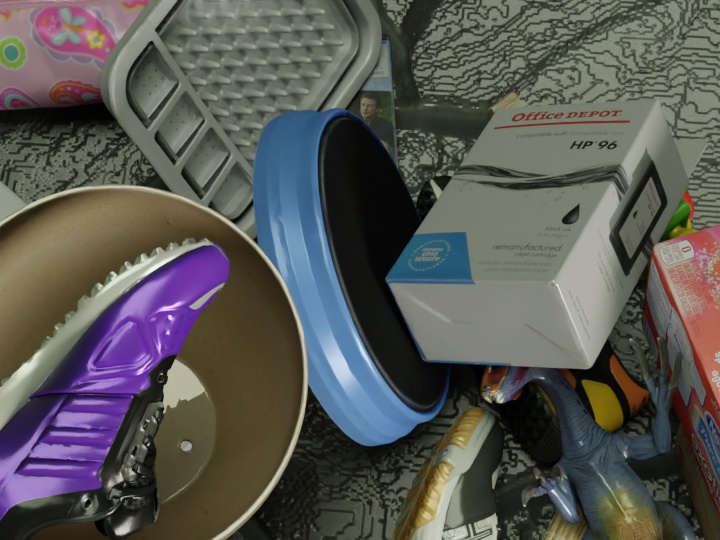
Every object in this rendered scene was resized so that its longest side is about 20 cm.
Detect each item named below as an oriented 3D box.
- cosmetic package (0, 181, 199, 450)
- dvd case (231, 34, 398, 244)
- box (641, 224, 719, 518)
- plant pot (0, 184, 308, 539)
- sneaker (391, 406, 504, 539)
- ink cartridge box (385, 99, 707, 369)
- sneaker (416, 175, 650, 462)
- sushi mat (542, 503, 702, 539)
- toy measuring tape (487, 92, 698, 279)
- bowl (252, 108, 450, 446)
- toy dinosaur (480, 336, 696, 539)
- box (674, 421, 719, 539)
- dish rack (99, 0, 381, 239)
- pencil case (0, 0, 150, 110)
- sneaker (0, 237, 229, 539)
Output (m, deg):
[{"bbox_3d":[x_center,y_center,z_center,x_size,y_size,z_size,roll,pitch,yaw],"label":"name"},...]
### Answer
[{"bbox_3d":[-0.180,0.037,1.132,0.199,0.102,0.074,37,73,21],"label":"cosmetic package"},{"bbox_3d":[-0.045,-0.065,1.220,0.141,0.018,0.202,-4,64,2],"label":"dvd case"},{"bbox_3d":[0.232,0.078,1.000,0.095,0.100,0.201,-16,62,-4],"label":"box"},{"bbox_3d":[-0.128,0.071,0.985,0.198,0.135,0.202,1,73,-2],"label":"plant pot"},{"bbox_3d":[0.059,0.182,1.073,0.087,0.076,0.201,21,69,-4],"label":"sneaker"},{"bbox_3d":[0.113,-0.037,1.071,0.115,0.068,0.200,0,42,36],"label":"ink cartridge box"},{"bbox_3d":[0.106,0.021,1.149,0.089,0.070,0.201,-17,63,-22],"label":"sneaker"},{"bbox_3d":[0.126,0.211,1.044,0.095,0.012,0.201,36,60,-10],"label":"sushi mat"},{"bbox_3d":[0.155,-0.048,1.188,0.073,0.074,0.200,-36,45,-14],"label":"toy measuring tape"},{"bbox_3d":[0.000,0.000,1.069,0.039,0.201,0.202,-18,62,19],"label":"bowl"},{"bbox_3d":[0.128,0.133,1.037,0.104,0.201,0.182,-16,44,-17],"label":"toy dinosaur"},{"bbox_3d":[0.256,0.169,1.053,0.094,0.078,0.201,-13,64,-3],"label":"box"},{"bbox_3d":[-0.079,-0.134,1.167,0.043,0.172,0.201,16,62,42],"label":"dish rack"},{"bbox_3d":[-0.186,-0.154,1.224,0.198,0.088,0.088,-2,63,9],"label":"pencil case"},{"bbox_3d":[-0.123,0.076,0.884,0.200,0.070,0.100,-43,87,-10],"label":"sneaker"}]
